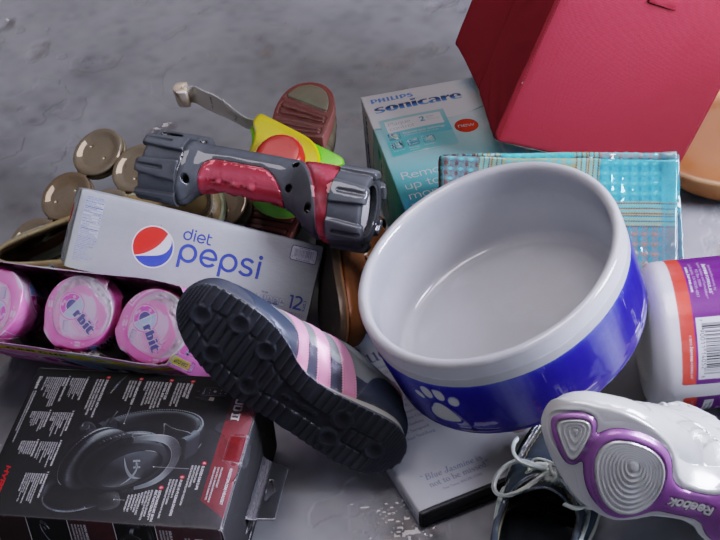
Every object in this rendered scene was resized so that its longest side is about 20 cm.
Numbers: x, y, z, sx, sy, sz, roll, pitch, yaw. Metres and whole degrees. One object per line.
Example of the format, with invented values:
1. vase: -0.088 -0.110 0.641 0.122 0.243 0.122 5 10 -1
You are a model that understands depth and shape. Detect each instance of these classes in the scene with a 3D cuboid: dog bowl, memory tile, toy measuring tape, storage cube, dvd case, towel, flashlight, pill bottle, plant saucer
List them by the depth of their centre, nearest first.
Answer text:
1. dog bowl: 0.103 0.017 1.130 0.199 0.079 0.201 -16 41 15
2. pill bottle: 0.307 0.041 1.160 0.199 0.113 0.113 -5 39 1
3. dvd case: 0.068 0.100 1.196 0.142 0.018 0.200 -20 41 -14
4. flashlight: -0.082 -0.062 1.239 0.199 0.068 0.068 10 14 15
5. towel: 0.162 -0.023 1.245 0.199 0.022 0.148 0 82 -5
6. toy measuring tape: -0.094 -0.095 1.317 0.199 0.074 0.074 28 50 23
7. storage cube: 0.206 -0.208 1.325 0.199 0.180 0.171 11 34 -19
8. memory tile: -0.201 -0.039 1.358 0.199 0.017 0.154 23 73 31
9. plant saucer: 0.341 -0.122 1.412 0.199 0.038 0.201 -4 39 3

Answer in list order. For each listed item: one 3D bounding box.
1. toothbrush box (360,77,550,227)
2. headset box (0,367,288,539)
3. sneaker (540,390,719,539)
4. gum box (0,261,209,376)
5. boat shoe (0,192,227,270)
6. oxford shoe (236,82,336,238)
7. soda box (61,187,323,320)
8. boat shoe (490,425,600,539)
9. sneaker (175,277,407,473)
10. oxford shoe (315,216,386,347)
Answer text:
1. toothbrush box: 0.092 -0.078 1.355 0.145 0.086 0.200 -10 38 -6
2. headset box: -0.154 0.149 1.121 0.199 0.078 0.149 2 40 9
3. sneaker: 0.200 0.126 1.066 0.199 0.075 0.100 26 24 -23
4. gum box: -0.205 0.041 1.217 0.199 0.113 0.067 7 81 16
5. boat shoe: -0.210 -0.029 1.300 0.199 0.076 0.072 -24 56 8
6. oxford shoe: -0.062 -0.066 1.378 0.070 0.075 0.201 16 65 19
7. soda box: -0.135 -0.013 1.249 0.199 0.064 0.068 13 0 -13
8. boat shoe: 0.123 0.165 1.065 0.074 0.062 0.200 15 49 15
9. sneaker: -0.048 0.065 1.126 0.070 0.200 0.082 -41 20 24
10. oxford shoe: 0.000 0.000 1.278 0.071 0.072 0.200 9 32 -6
